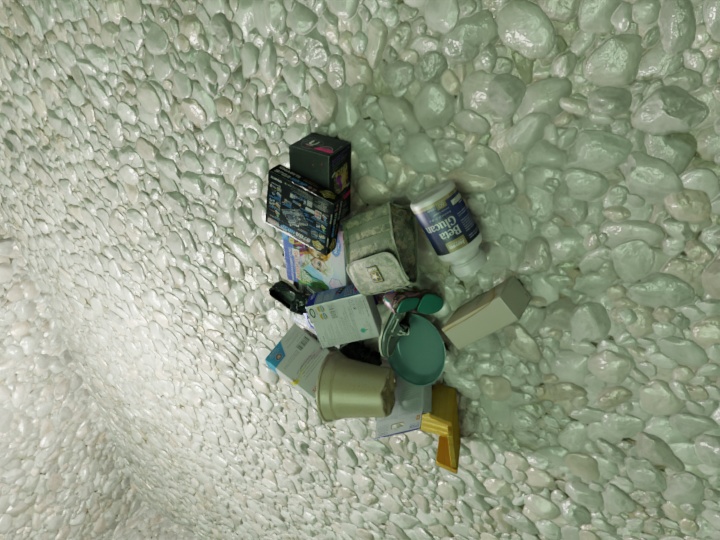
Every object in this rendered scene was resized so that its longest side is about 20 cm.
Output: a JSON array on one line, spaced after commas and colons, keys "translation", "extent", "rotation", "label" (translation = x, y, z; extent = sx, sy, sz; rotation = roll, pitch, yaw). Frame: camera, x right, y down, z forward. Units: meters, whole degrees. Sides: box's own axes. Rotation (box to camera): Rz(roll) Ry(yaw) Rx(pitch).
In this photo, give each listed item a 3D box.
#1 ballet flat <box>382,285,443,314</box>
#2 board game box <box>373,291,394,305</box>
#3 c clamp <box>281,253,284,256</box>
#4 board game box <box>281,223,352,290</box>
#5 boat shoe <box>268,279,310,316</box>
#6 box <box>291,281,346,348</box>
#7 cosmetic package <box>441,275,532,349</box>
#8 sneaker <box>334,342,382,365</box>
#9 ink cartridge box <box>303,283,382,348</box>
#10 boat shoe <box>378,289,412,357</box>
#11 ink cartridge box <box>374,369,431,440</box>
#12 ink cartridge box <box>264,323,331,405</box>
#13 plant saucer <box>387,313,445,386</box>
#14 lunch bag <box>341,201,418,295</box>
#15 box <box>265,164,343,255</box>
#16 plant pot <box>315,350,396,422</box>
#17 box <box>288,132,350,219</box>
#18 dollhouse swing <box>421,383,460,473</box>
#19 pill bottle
[{"translation": [0.131, 0.071, 1.412], "extent": [0.071, 0.199, 0.069], "rotation": [40, 116, 36], "label": "ballet flat"}, {"translation": [0.000, 0.000, 1.529], "extent": [0.200, 0.045, 0.134], "rotation": [46, 133, -3], "label": "board game box"}, {"translation": [-0.119, 0.009, 1.649], "extent": [0.170, 0.027, 0.201], "rotation": [-21, 104, 38], "label": "c clamp"}, {"translation": [-0.117, -0.045, 1.513], "extent": [0.198, 0.041, 0.201], "rotation": [14, 126, 26], "label": "board game box"}, {"translation": [-0.183, 0.092, 1.596], "extent": [0.199, 0.066, 0.075], "rotation": [36, 126, 25], "label": "boat shoe"}, {"translation": [-0.110, 0.109, 1.620], "extent": [0.199, 0.050, 0.159], "rotation": [26, 123, 32], "label": "box"}, {"translation": [0.300, 0.104, 1.349], "extent": [0.073, 0.104, 0.200], "rotation": [49, 134, -2], "label": "cosmetic package"}, {"translation": [-0.003, 0.241, 1.686], "extent": [0.114, 0.076, 0.200], "rotation": [-13, 114, 39], "label": "sneaker"}, {"translation": [-0.057, 0.120, 1.493], "extent": [0.199, 0.076, 0.137], "rotation": [-15, 113, 13], "label": "ink cartridge box"}, {"translation": [0.102, 0.148, 1.506], "extent": [0.062, 0.073, 0.201], "rotation": [23, 107, 29], "label": "boat shoe"}, {"translation": [0.123, 0.375, 1.607], "extent": [0.040, 0.201, 0.199], "rotation": [27, 144, -29], "label": "ink cartridge box"}, {"translation": [-0.171, 0.297, 1.763], "extent": [0.200, 0.147, 0.146], "rotation": [36, 162, 11], "label": "ink cartridge box"}, {"translation": [0.156, 0.214, 1.542], "extent": [0.199, 0.036, 0.202], "rotation": [9, 104, 39], "label": "plant saucer"}, {"translation": [0.051, -0.043, 1.368], "extent": [0.163, 0.117, 0.202], "rotation": [-16, 76, 42], "label": "lunch bag"}, {"translation": [-0.143, -0.148, 1.388], "extent": [0.199, 0.046, 0.160], "rotation": [28, 133, 19], "label": "box"}, {"translation": [-0.002, 0.333, 1.585], "extent": [0.182, 0.201, 0.202], "rotation": [1, 121, 20], "label": "plant pot"}, {"translation": [-0.100, -0.224, 1.413], "extent": [0.122, 0.106, 0.201], "rotation": [19, 128, 24], "label": "box"}, {"translation": [0.193, 0.448, 1.628], "extent": [0.174, 0.182, 0.201], "rotation": [0, 121, 16], "label": "dollhouse swing"}, {"translation": [0.206, -0.090, 1.278], "extent": [0.111, 0.111, 0.201], "rotation": [-20, 106, 43], "label": "pill bottle"}]
